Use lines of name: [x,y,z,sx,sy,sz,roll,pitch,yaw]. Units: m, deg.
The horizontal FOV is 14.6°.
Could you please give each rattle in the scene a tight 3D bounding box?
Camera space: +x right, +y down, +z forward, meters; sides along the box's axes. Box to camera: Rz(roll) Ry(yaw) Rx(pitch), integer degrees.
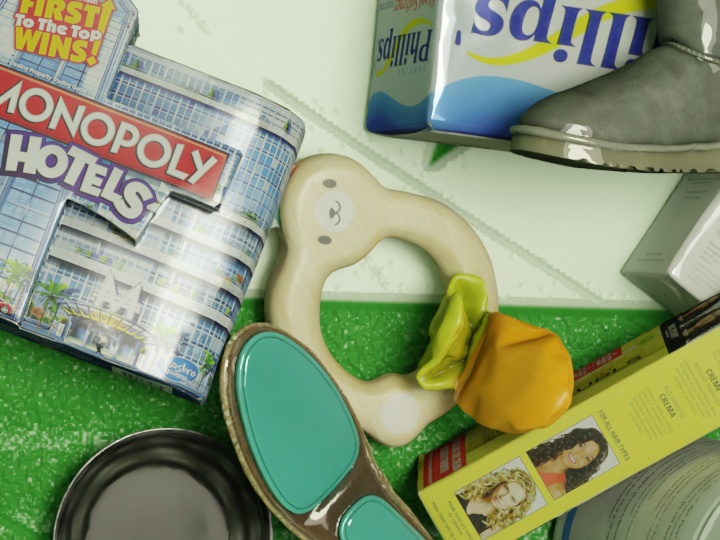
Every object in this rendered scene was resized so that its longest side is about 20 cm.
rattle: [0.000,0.000,1.407,0.130,0.143,0.200,-33,107,4]

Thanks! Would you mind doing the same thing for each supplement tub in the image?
supplement tub: [0.190,0.153,1.434,0.131,0.200,0.133,0,91,-18]

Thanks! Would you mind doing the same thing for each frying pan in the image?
frying pan: [-0.106,0.174,1.426,0.114,0.031,0.191,8,92,-18]

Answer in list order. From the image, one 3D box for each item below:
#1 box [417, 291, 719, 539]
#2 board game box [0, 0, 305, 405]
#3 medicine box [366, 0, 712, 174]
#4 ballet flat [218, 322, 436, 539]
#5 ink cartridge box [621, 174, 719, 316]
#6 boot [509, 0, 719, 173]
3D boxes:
box: [0.126,0.077,1.444,0.199,0.075,0.050,-30,99,9]
board game box: [-0.134,-0.064,1.379,0.199,0.062,0.201,20,81,-1]
medicine box: [0.111,-0.159,1.455,0.181,0.103,0.202,6,88,-18]
ballet flat: [-0.022,0.110,1.430,0.070,0.065,0.201,-40,111,-22]
ink cartridge box: [0.248,-0.046,1.519,0.115,0.068,0.201,37,81,-14]
boot: [0.153,-0.149,1.378,0.181,0.072,0.202,-3,98,-32]
